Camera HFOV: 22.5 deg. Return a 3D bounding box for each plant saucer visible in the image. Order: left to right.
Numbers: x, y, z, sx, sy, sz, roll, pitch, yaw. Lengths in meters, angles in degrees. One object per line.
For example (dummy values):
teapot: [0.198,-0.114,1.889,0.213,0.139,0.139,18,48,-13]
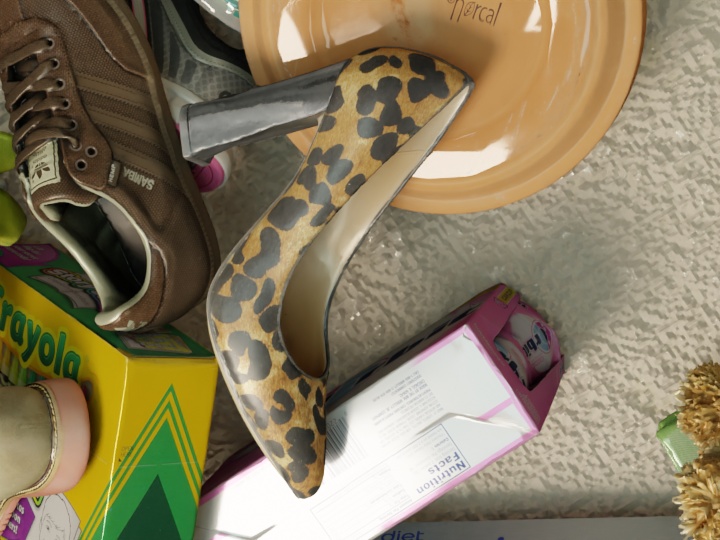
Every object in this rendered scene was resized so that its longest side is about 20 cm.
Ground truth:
plant saucer: [0.036,-0.122,0.866,0.199,0.032,0.201,5,111,13]

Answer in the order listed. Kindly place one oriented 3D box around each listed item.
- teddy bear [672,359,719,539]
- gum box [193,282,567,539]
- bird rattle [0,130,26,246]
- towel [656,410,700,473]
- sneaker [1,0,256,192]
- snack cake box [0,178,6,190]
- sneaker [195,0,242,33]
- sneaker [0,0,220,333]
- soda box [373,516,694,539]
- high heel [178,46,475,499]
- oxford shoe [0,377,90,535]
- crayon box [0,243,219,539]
teddy bear: [0.239,0.099,0.854,0.199,0.145,0.067,25,138,3]
gum box: [0.011,0.087,0.936,0.200,0.113,0.066,-34,92,17]
bird rattle: [-0.263,-0.004,0.874,0.199,0.113,0.164,-1,117,15]
towel: [0.258,0.126,0.916,0.149,0.031,0.201,-32,90,-7]
sneaker: [-0.128,-0.121,0.948,0.199,0.087,0.074,32,147,17]
snack cake box: [-0.272,0.038,0.992,0.067,0.115,0.201,22,104,8]
sneaker: [-0.084,-0.205,0.924,0.080,0.071,0.200,-41,89,20]
sneaker: [-0.133,-0.065,0.863,0.070,0.076,0.201,-25,96,33]
soda box: [0.094,0.174,0.945,0.199,0.068,0.064,-3,120,11]
high heel: [0.000,0.000,0.847,0.142,0.071,0.201,-13,89,16]
oxford shoe: [-0.207,0.097,0.905,0.200,0.074,0.071,-36,60,49]
crayon box: [-0.155,0.094,0.945,0.200,0.058,0.173,27,113,52]
